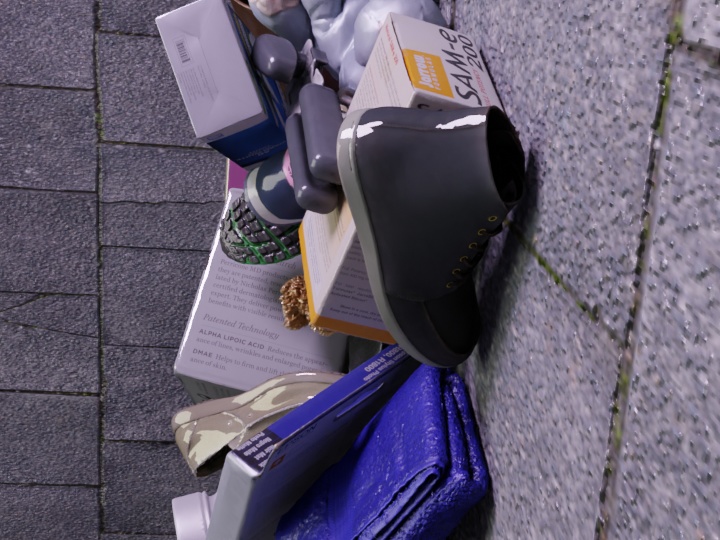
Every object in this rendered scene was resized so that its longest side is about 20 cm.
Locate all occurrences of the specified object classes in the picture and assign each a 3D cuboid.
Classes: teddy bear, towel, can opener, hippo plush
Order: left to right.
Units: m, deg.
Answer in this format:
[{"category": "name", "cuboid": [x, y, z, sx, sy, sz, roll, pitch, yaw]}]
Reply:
[{"category": "can opener", "cuboid": [-0.052, -0.119, 0.920, 0.201, 0.066, 0.054, -101, 34, -54]}, {"category": "hippo plush", "cuboid": [-0.009, -0.194, 1.031, 0.201, 0.158, 0.162, -63, 30, 30]}, {"category": "teddy bear", "cuboid": [0.000, 0.000, 1.083, 0.199, 0.067, 0.145, -35, 7, 37]}, {"category": "towel", "cuboid": [0.005, 0.166, 0.867, 0.200, 0.049, 0.148, -50, 26, 22]}]

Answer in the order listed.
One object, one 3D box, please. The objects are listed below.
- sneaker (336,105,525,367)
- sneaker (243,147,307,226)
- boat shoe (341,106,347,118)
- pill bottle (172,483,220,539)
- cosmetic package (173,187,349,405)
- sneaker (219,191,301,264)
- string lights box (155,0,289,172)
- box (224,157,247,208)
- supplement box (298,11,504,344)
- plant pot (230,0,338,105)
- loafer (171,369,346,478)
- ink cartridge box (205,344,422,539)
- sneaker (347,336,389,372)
[{"category": "sneaker", "cuboid": [0.063, -0.013, 0.773, 0.075, 0.105, 0.201, -59, -43, -40]}, {"category": "sneaker", "cuboid": [-0.002, -0.087, 1.022, 0.082, 0.199, 0.071, -27, 88, 45]}, {"category": "boat shoe", "cuboid": [-0.025, -0.136, 1.210, 0.069, 0.074, 0.200, 68, -166, 3]}, {"category": "pill bottle", "cuboid": [-0.070, 0.238, 1.126, 0.114, 0.198, 0.116, 170, 90, -81]}, {"category": "cosmetic package", "cuboid": [-0.080, 0.051, 1.259, 0.165, 0.163, 0.202, 92, -168, -71]}, {"category": "sneaker", "cuboid": [-0.038, -0.054, 1.149, 0.085, 0.198, 0.079, 84, 164, -76]}, {"category": "string lights box", "cuboid": [-0.107, -0.152, 1.028, 0.200, 0.058, 0.104, 22, -132, -83]}, {"category": "box", "cuboid": [-0.072, -0.069, 1.413, 0.097, 0.174, 0.202, -108, 22, -72]}, {"category": "supplement box", "cuboid": [0.024, -0.066, 0.880, 0.127, 0.073, 0.201, -101, 30, -53]}, {"category": "plant pot", "cuboid": [-0.057, -0.288, 1.483, 0.201, 0.184, 0.188, 79, -175, -46]}, {"category": "loafer", "cuboid": [-0.084, 0.143, 1.112, 0.075, 0.198, 0.069, 21, -126, -57]}, {"category": "ink cartridge box", "cuboid": [-0.029, 0.132, 0.963, 0.041, 0.199, 0.201, 44, 140, 20]}, {"category": "sneaker", "cuboid": [0.015, 0.102, 1.146, 0.200, 0.059, 0.105, 117, 154, -60]}]
